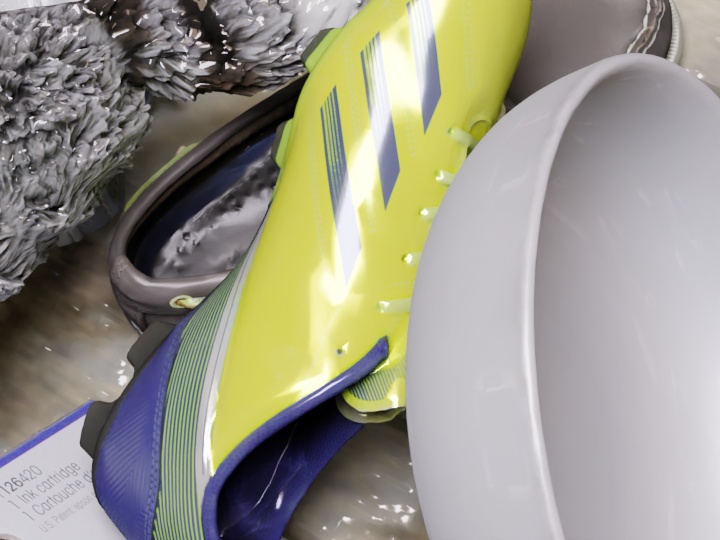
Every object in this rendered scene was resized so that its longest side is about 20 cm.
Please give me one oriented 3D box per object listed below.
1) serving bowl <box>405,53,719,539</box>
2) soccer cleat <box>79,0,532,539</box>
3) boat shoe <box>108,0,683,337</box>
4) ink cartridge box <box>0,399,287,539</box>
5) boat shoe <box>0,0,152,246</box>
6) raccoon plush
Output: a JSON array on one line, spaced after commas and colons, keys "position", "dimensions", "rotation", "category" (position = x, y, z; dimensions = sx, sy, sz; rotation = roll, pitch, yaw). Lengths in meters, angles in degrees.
[{"position": [0.068, 0.045, 0.728], "dimensions": [0.066, 0.200, 0.201], "rotation": [-11, 67, 31], "category": "serving bowl"}, {"position": [0.000, 0.001, 0.746], "dimensions": [0.084, 0.065, 0.200], "rotation": [34, 92, 38], "category": "soccer cleat"}, {"position": [0.013, -0.038, 0.822], "dimensions": [0.201, 0.061, 0.072], "rotation": [-34, 69, -4], "category": "boat shoe"}, {"position": [-0.056, 0.137, 0.716], "dimensions": [0.200, 0.047, 0.198], "rotation": [31, 33, 19], "category": "ink cartridge box"}, {"position": [-0.088, -0.106, 0.856], "dimensions": [0.065, 0.074, 0.203], "rotation": [-8, 63, 10], "category": "boat shoe"}, {"position": [-0.089, -0.008, 0.758], "dimensions": [0.199, 0.097, 0.135], "rotation": [-8, 96, 8], "category": "raccoon plush"}]
